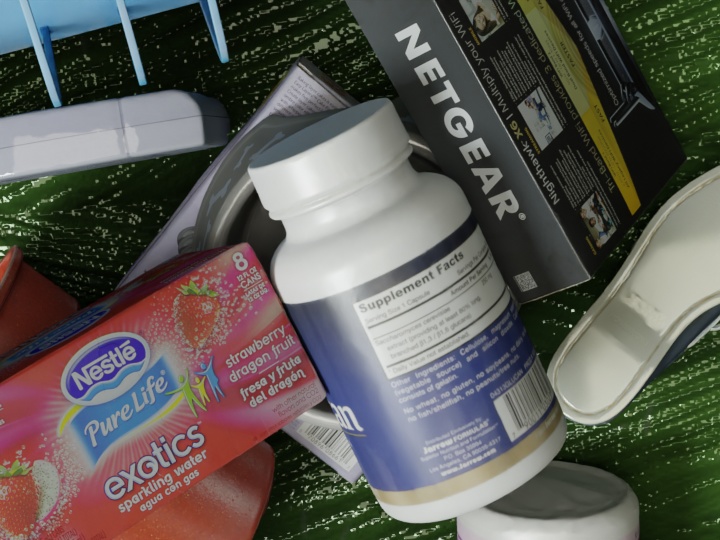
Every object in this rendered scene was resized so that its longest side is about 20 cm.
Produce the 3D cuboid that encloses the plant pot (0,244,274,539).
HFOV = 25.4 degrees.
[{"bbox_3d":[-0.168,0.120,0.935,0.195,0.201,0.201,31,102,-14],"label":"plant pot"}]

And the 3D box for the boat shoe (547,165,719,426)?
[{"bbox_3d":[0.188,0.012,0.957,0.075,0.062,0.200,38,93,9],"label":"boat shoe"}]

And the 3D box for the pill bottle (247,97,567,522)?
[{"bbox_3d":[0.020,0.019,0.830,0.111,0.111,0.201,-24,102,7],"label":"pill bottle"}]

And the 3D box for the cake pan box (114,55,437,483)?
[{"bbox_3d":[-0.017,0.003,0.968,0.200,0.052,0.184,37,103,-7],"label":"cake pan box"}]

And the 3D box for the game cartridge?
[{"bbox_3d":[-0.179,-0.071,0.910,0.199,0.133,0.041,-10,98,3],"label":"game cartridge"}]

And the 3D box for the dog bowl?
[{"bbox_3d":[0.000,0.000,0.912,0.199,0.059,0.202,0,105,0],"label":"dog bowl"}]

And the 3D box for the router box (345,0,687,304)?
[{"bbox_3d":[0.090,-0.107,0.883,0.052,0.157,0.201,-21,104,40],"label":"router box"}]

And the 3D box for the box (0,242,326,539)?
[{"bbox_3d":[-0.132,0.073,0.805,0.199,0.100,0.096,-31,101,-26],"label":"box"}]

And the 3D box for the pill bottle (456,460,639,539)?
[{"bbox_3d":[0.115,0.229,0.987,0.111,0.112,0.201,-2,103,2],"label":"pill bottle"}]

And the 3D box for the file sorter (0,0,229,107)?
[{"bbox_3d":[-0.179,-0.161,0.840,0.199,0.123,0.139,-16,126,-6],"label":"file sorter"}]
